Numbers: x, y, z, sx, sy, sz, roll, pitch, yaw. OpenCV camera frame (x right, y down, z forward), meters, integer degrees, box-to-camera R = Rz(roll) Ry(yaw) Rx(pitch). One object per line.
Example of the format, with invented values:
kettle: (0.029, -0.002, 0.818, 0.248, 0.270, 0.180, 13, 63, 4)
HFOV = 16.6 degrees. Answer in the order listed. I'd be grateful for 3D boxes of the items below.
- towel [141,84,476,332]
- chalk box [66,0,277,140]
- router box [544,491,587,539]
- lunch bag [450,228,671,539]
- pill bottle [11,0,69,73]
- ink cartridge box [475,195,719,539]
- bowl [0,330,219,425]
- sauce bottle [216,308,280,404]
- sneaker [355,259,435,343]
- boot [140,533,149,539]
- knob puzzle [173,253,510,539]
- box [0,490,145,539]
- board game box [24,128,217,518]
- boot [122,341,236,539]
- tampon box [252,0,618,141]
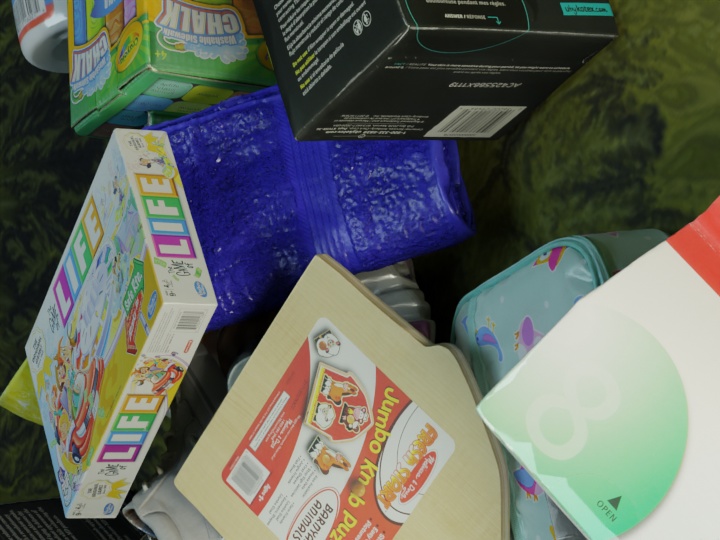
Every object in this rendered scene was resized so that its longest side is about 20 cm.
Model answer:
towel: (-0.038, -0.055, 1.444, 0.200, 0.050, 0.148, -21, 57, 17)
chalk box: (-0.108, -0.150, 1.574, 0.124, 0.125, 0.200, -29, 61, 55)
router box: (0.175, 0.148, 1.168, 0.149, 0.051, 0.200, -15, 76, 14)
lunch bag: (0.121, 0.089, 1.301, 0.160, 0.077, 0.200, -30, 68, 54)
pill bottle: (-0.202, -0.250, 1.745, 0.112, 0.112, 0.200, -32, 65, 53)
ink cartridge box: (0.176, 0.054, 1.121, 0.200, 0.050, 0.161, -47, 70, 14)
bowl: (-0.142, 0.039, 1.657, 0.108, 0.200, 0.200, 36, 136, -3)
sauce bottle: (-0.054, 0.041, 1.492, 0.200, 0.065, 0.065, -92, 7, -77)
sneaker: (0.000, 0.000, 1.489, 0.088, 0.080, 0.200, 75, -176, -59)
boot: (-0.033, 0.170, 1.491, 0.200, 0.077, 0.138, 24, 121, 9)
knob puzzle: (0.009, 0.117, 1.354, 0.220, 0.030, 0.220, 5, 100, 33)
box: (-0.242, 0.277, 1.765, 0.124, 0.197, 0.200, 39, 124, 49)
board game box: (-0.145, 0.034, 1.450, 0.200, 0.034, 0.135, 118, 145, -42)
boot: (-0.106, 0.116, 1.487, 0.200, 0.096, 0.074, 54, 174, 50)
tampon box: (0.026, -0.187, 1.361, 0.126, 0.150, 0.200, -40, 59, 49)
